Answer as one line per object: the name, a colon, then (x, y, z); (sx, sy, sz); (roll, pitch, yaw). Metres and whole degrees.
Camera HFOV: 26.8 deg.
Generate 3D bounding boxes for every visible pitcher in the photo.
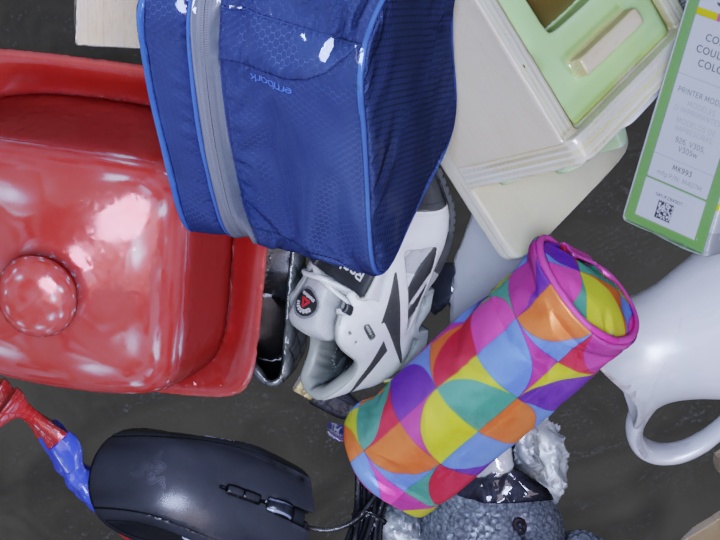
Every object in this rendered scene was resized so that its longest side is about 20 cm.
pitcher: (0.255, 0.047, 0.989); (0.199, 0.122, 0.172); (-20, 133, 8)

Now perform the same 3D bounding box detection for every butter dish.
butter dish: (-0.159, -0.007, 0.842); (0.199, 0.148, 0.201); (8, 111, 6)

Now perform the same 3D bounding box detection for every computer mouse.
computer mouse: (-0.061, 0.120, 0.950); (0.199, 0.046, 0.141); (22, 65, -12)

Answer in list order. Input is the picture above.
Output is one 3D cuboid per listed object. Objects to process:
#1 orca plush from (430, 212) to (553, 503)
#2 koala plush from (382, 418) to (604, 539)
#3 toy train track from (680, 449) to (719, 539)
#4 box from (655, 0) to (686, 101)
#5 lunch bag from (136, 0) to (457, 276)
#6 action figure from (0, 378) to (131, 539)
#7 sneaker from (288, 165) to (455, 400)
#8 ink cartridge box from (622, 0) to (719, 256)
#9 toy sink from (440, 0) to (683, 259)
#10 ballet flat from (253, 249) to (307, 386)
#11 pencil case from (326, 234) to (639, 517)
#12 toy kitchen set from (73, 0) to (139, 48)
orca plush: (0.106, 0.046, 0.967); (0.071, 0.105, 0.201); (1, 78, -50)
koala plush: (0.106, 0.204, 1.006); (0.177, 0.184, 0.200); (-39, 92, 10)
toy train track: (0.285, 0.197, 1.092); (0.114, 0.033, 0.201); (-28, 119, -7)
box: (0.188, -0.197, 0.891); (0.095, 0.078, 0.201); (-27, 114, 0)
lunch bag: (-0.032, -0.098, 0.752); (0.132, 0.136, 0.201); (15, 142, 15)
action figure: (-0.176, 0.168, 0.963); (0.200, 0.065, 0.099); (41, 80, -22)
sneaker: (0.000, 0.000, 0.894); (0.088, 0.074, 0.201); (-29, 137, -35)
ink cartridge box: (0.218, -0.114, 0.828); (0.104, 0.059, 0.201); (-11, 120, -49)
toy sink: (0.102, -0.123, 0.845); (0.130, 0.112, 0.201); (-42, 109, -30)
ballet flat: (-0.062, -0.026, 0.919); (0.066, 0.057, 0.201); (-13, 111, -5)
pencil case: (0.071, 0.063, 0.897); (0.088, 0.089, 0.200); (35, 123, -21)
toy kitchen set: (-0.063, -0.211, 0.790); (0.179, 0.163, 0.201); (1, 111, -12)
